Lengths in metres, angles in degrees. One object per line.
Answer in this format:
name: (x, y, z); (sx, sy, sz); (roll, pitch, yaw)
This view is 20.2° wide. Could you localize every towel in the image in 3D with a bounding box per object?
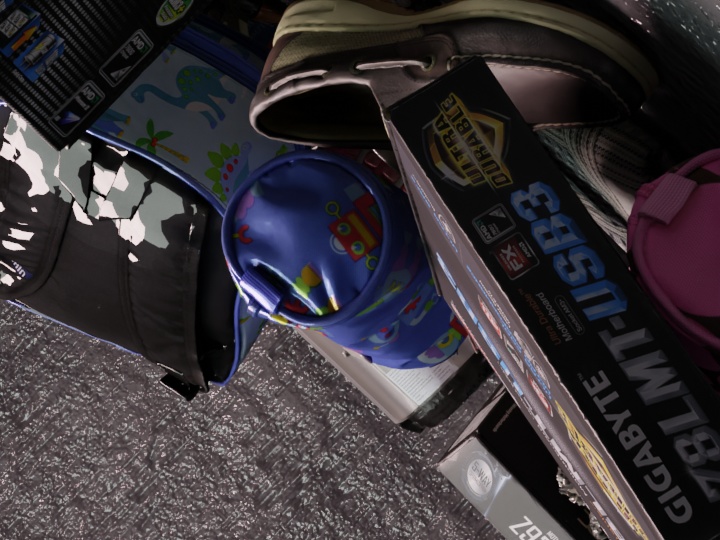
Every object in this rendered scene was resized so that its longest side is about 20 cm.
towel: (0.125, -0.027, 0.996); (0.200, 0.035, 0.192); (47, 174, -39)

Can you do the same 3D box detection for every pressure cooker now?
pressure cooker: (0.026, -0.010, 1.410); (0.200, 0.176, 0.179); (42, 174, -2)

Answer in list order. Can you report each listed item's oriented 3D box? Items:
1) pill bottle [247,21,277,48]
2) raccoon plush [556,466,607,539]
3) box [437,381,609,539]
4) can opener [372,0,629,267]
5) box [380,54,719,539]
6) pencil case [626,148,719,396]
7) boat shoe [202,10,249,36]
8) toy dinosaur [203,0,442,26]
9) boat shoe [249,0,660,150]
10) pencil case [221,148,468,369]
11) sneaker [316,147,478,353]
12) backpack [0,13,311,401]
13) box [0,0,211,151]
pill bottle: (-0.086, -0.180, 1.223); (0.200, 0.112, 0.112); (44, 177, 8)
raccoon plush: (0.144, 0.069, 1.182); (0.097, 0.134, 0.200); (45, 178, -27)
box: (0.155, 0.111, 1.230); (0.160, 0.200, 0.044); (46, 134, 0)
can opener: (0.047, -0.055, 0.971); (0.200, 0.053, 0.067); (43, -176, -12)
box: (0.088, 0.041, 0.786); (0.201, 0.049, 0.199); (57, 176, 20)
pencil case: (0.144, 0.009, 0.798); (0.094, 0.091, 0.200); (45, 175, 13)
boat shoe: (-0.095, -0.126, 1.142); (0.071, 0.059, 0.201); (20, 126, 29)
toy dinosaur: (-0.030, -0.150, 1.026); (0.135, 0.103, 0.200); (26, 152, -11)
boat shoe: (0.034, -0.072, 0.844); (0.199, 0.065, 0.073); (7, 154, 46)
pencil case: (0.000, 0.000, 0.948); (0.078, 0.087, 0.200); (38, -177, 18)
sneaker: (0.054, -0.014, 1.112); (0.200, 0.081, 0.075); (38, -169, -17)
backpack: (-0.113, -0.056, 1.050); (0.182, 0.148, 0.200); (24, 152, 4)
box: (-0.087, -0.154, 0.734); (0.048, 0.193, 0.200); (45, 177, 19)
